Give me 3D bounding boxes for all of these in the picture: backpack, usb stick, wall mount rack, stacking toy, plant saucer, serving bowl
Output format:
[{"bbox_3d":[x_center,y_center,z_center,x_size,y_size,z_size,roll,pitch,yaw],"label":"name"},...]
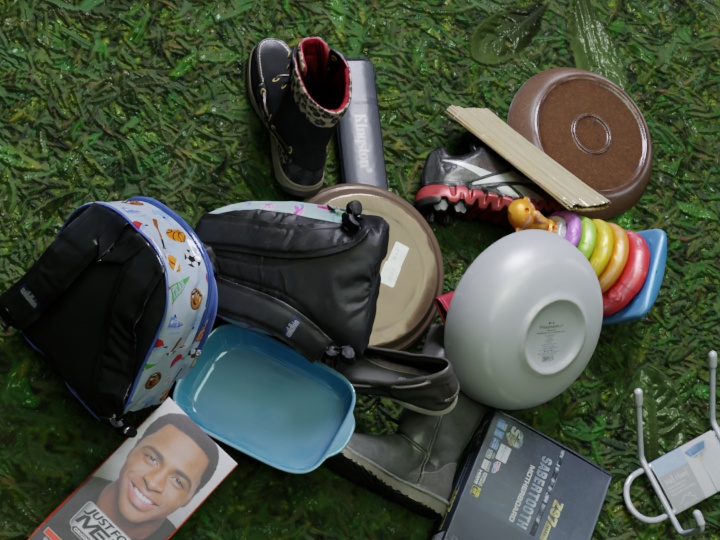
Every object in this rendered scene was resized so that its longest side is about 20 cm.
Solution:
[{"bbox_3d":[-0.227,0.027,1.526,0.200,0.191,0.154,40,33,18],"label":"backpack"},{"bbox_3d":[0.000,-0.148,1.782,0.055,0.033,0.200,1,72,-22],"label":"usb stick"},{"bbox_3d":[0.382,0.199,1.789,0.200,0.075,0.174,-22,81,-27],"label":"wall mount rack"},{"bbox_3d":[0.238,-0.026,1.764,0.200,0.110,0.116,28,68,-29],"label":"stacking toy"},{"bbox_3d":[0.000,0.000,1.712,0.200,0.029,0.201,3,79,-15],"label":"plant saucer"},{"bbox_3d":[-0.079,0.003,1.612,0.200,0.127,0.167,10,89,7],"label":"backpack"},{"bbox_3d":[0.273,-0.160,1.895,0.200,0.034,0.201,7,69,-19],"label":"plant saucer"},{"bbox_3d":[0.187,0.061,1.668,0.200,0.066,0.201,-12,114,-30],"label":"serving bowl"}]

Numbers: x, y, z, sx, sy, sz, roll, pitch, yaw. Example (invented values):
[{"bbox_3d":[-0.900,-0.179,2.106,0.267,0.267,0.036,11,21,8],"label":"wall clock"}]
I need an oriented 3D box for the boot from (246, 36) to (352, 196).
[{"bbox_3d":[-0.066,-0.200,1.698,0.073,0.151,0.200,-2,61,-19],"label":"boot"}]

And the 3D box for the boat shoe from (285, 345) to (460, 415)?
[{"bbox_3d":[0.007,0.100,1.637,0.200,0.057,0.067,10,44,15],"label":"boat shoe"}]

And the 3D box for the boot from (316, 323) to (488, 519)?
[{"bbox_3d":[0.056,0.145,1.681,0.182,0.073,0.200,31,69,-23],"label":"boot"}]

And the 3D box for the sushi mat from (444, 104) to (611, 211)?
[{"bbox_3d":[0.193,-0.129,1.795,0.200,0.012,0.096,41,24,25],"label":"sushi mat"}]

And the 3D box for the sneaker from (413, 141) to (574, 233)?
[{"bbox_3d":[0.157,-0.098,1.805,0.200,0.071,0.098,7,71,-19],"label":"sneaker"}]

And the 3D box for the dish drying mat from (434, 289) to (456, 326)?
[{"bbox_3d":[0.162,0.041,1.753,0.200,0.018,0.077,-19,77,-45],"label":"dish drying mat"}]

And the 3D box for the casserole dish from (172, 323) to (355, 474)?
[{"bbox_3d":[-0.097,0.136,1.606,0.200,0.039,0.121,25,69,15],"label":"casserole dish"}]

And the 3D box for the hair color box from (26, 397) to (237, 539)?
[{"bbox_3d":[-0.227,0.232,1.543,0.102,0.061,0.200,44,61,-2],"label":"hair color box"}]

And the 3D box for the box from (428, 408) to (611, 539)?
[{"bbox_3d":[0.169,0.273,1.692,0.158,0.051,0.200,31,64,-10],"label":"box"}]
